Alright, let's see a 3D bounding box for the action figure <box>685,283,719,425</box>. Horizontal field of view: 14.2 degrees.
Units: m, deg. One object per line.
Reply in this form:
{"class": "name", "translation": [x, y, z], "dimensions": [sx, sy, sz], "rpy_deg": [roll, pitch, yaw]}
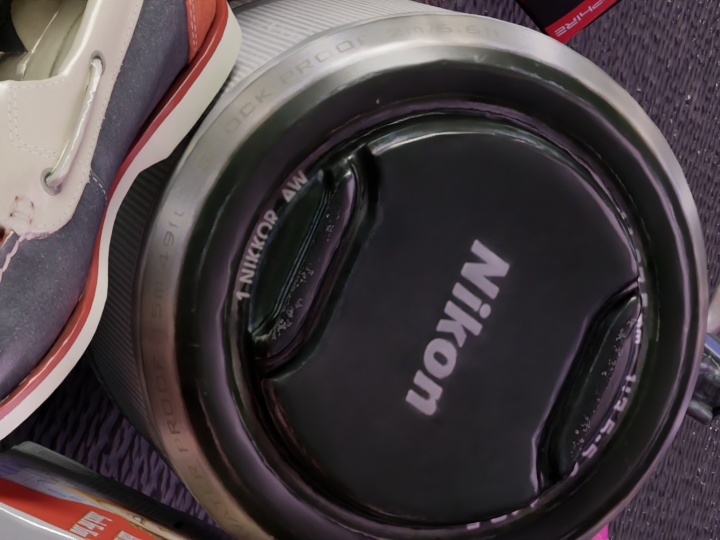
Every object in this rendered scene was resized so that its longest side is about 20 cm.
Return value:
{"class": "action figure", "translation": [0.099, 0.038, 1.212], "dimensions": [0.193, 0.200, 0.105], "rpy_deg": [-29, 149, -61]}

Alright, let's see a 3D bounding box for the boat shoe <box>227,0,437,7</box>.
{"class": "boat shoe", "translation": [-0.010, -0.103, 1.045], "dimensions": [0.073, 0.074, 0.201], "rpy_deg": [-102, 175, -58]}

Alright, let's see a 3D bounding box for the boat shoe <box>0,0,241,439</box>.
{"class": "boat shoe", "translation": [-0.090, -0.026, 0.712], "dimensions": [0.063, 0.071, 0.200], "rpy_deg": [64, 39, -35]}

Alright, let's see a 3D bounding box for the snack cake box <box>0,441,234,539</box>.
{"class": "snack cake box", "translation": [-0.060, 0.100, 0.755], "dimensions": [0.200, 0.115, 0.067], "rpy_deg": [99, 16, -89]}

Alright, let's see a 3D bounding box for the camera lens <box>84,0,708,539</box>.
{"class": "camera lens", "translation": [0.000, 0.000, 0.840], "dimensions": [0.200, 0.159, 0.161], "rpy_deg": [-149, -123, -73]}

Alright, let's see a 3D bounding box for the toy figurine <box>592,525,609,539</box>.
{"class": "toy figurine", "translation": [0.066, 0.165, 1.200], "dimensions": [0.200, 0.149, 0.185], "rpy_deg": [95, -7, -77]}

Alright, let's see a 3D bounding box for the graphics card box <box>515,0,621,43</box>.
{"class": "graphics card box", "translation": [0.029, -0.173, 1.050], "dimensions": [0.126, 0.051, 0.200], "rpy_deg": [54, 4, 26]}
